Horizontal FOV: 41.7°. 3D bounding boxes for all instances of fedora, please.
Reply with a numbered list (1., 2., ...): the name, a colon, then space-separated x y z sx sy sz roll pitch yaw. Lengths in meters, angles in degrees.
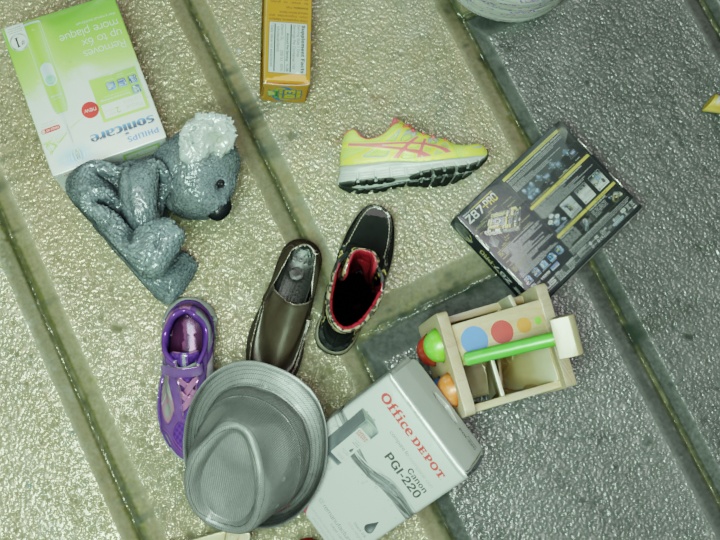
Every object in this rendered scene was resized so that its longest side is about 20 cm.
1. fedora: -0.131 0.209 1.043 0.176 0.090 0.201 25 111 10

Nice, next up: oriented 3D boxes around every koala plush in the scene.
1. koala plush: -0.225 -0.100 1.127 0.200 0.177 0.184 -42 82 -12

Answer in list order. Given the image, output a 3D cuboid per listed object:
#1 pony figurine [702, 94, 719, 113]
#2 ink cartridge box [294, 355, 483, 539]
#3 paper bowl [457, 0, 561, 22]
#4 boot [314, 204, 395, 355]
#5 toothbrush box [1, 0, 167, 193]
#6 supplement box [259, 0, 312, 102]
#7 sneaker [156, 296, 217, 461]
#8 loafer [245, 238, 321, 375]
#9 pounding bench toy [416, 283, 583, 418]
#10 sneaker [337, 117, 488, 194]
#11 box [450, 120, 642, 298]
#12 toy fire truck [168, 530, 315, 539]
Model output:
1. pony figurine: 0.596 -0.219 1.263 0.200 0.167 0.193 38 110 -1
2. ink cartridge box: 0.019 0.218 1.087 0.200 0.085 0.146 -40 84 20
3. paper bowl: 0.197 -0.431 1.271 0.199 0.104 0.202 1 79 -5
4. boot: 0.000 0.000 1.140 0.073 0.151 0.201 23 77 -1
5. toothbrush box: -0.340 -0.220 1.183 0.145 0.086 0.201 -20 83 -9
6. supplement box: -0.097 -0.325 1.239 0.068 0.067 0.202 4 79 -8
7. sneaker: -0.207 0.127 1.126 0.080 0.088 0.202 -3 81 -9
8. loafer: -0.096 0.051 1.161 0.073 0.071 0.201 12 78 -3
9. pounding bench toy: 0.158 0.097 1.113 0.155 0.200 0.125 -14 81 -9
10. sneaker: 0.067 -0.156 1.217 0.198 0.078 0.091 -5 77 -6
11. box: 0.242 -0.072 1.233 0.200 0.049 0.161 -43 88 -12
12. toy fire truck: -0.140 0.350 1.097 0.199 0.049 0.142 -30 90 -1
